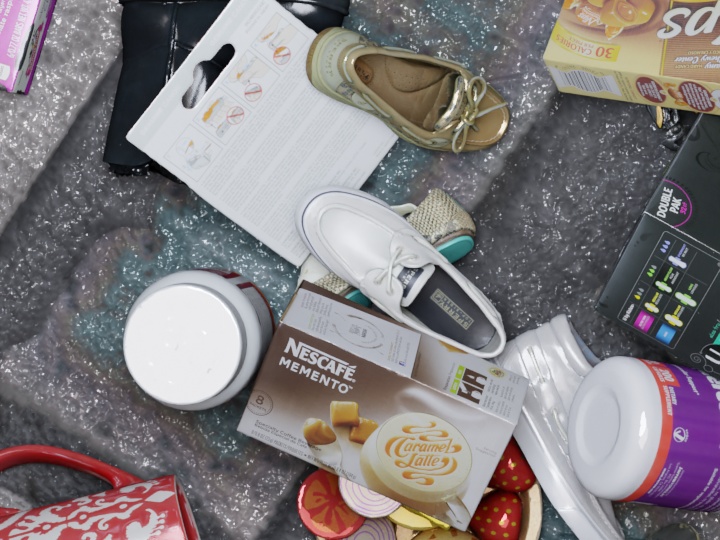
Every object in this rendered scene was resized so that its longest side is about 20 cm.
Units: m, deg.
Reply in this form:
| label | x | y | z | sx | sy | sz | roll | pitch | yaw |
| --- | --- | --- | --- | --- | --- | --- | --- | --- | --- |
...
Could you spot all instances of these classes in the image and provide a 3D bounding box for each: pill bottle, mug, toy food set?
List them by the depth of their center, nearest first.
| label | x | y | z | sx | sy | sz | roll | pitch | yaw |
| --- | --- | --- | --- | --- | --- | --- | --- | --- | --- |
| pill bottle | -0.129 | 0.054 | 1.635 | 0.109 | 0.200 | 0.110 | 0 | 91 | 3 |
| pill bottle | 0.271 | 0.135 | 1.635 | 0.199 | 0.112 | 0.113 | 9 | 92 | -26 |
| mug | -0.237 | 0.226 | 1.682 | 0.199 | 0.133 | 0.179 | -16 | 92 | 0 |
| toy food set | 0.051 | 0.200 | 1.705 | 0.197 | 0.049 | 0.201 | 28 | 93 | 2 |

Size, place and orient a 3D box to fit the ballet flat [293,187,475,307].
| label | x | y | z | sx | sy | sz | roll | pitch | yaw |
| --- | --- | --- | --- | --- | --- | --- | --- | --- | --- |
| ballet flat | 0.000 | 0.000 | 1.703 | 0.199 | 0.068 | 0.075 | -35 | 68 | -2 |

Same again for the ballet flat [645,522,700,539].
| label | x | y | z | sx | sy | sz | roll | pitch | yaw |
| --- | --- | --- | --- | --- | --- | --- | --- | --- | --- |
| ballet flat | 0.231 | 0.303 | 1.706 | 0.066 | 0.057 | 0.201 | 21 | 87 | 30 |

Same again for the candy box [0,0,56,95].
| label | x | y | z | sx | sy | sz | roll | pitch | yaw |
| --- | --- | --- | --- | --- | --- | --- | --- | --- | --- |
| candy box | -0.356 | -0.240 | 1.710 | 0.199 | 0.061 | 0.137 | 18 | 93 | 3 |

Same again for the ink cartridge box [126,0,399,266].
| label | x | y | z | sx | sy | sz | roll | pitch | yaw |
| --- | --- | --- | --- | --- | --- | --- | --- | --- | --- |
| ink cartridge box | -0.075 | -0.120 | 1.654 | 0.200 | 0.047 | 0.160 | 37 | 93 | -33 |

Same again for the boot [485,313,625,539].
| label | x | y | z | sx | sy | sz | roll | pitch | yaw |
| --- | --- | --- | --- | --- | --- | --- | --- | --- | --- |
| boot | 0.184 | 0.136 | 1.683 | 0.095 | 0.074 | 0.201 | -32 | 89 | 9 |

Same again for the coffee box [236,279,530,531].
| label | x | y | z | sx | sy | sz | roll | pitch | yaw |
| --- | --- | --- | --- | --- | --- | --- | --- | --- | --- |
| coffee box | 0.018 | 0.105 | 1.620 | 0.199 | 0.080 | 0.115 | 24 | 119 | 1 |

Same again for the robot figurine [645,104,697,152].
| label | x | y | z | sx | sy | sz | roll | pitch | yaw |
| --- | --- | --- | --- | --- | --- | --- | --- | --- | --- |
| robot figurine | 0.330 | -0.129 | 1.677 | 0.200 | 0.058 | 0.145 | 39 | 93 | 1 |

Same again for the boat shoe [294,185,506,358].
| label | x | y | z | sx | sy | sz | roll | pitch | yaw |
| --- | --- | --- | --- | --- | --- | --- | --- | --- | --- |
| boat shoe | 0.035 | 0.005 | 1.635 | 0.200 | 0.066 | 0.072 | 42 | 89 | -15 |

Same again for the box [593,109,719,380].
| label | x | y | z | sx | sy | sz | roll | pitch | yaw |
| --- | --- | --- | --- | --- | --- | --- | --- | --- | --- |
| box | 0.310 | -0.002 | 1.611 | 0.199 | 0.149 | 0.125 | 29 | 137 | 8 |

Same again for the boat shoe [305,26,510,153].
| label | x | y | z | sx | sy | sz | roll | pitch | yaw |
| --- | --- | --- | --- | --- | --- | --- | --- | --- | --- |
| boat shoe | 0.048 | -0.137 | 1.646 | 0.199 | 0.063 | 0.074 | 15 | 95 | -35 |

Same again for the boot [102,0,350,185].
| label | x | y | z | sx | sy | sz | roll | pitch | yaw |
| --- | --- | --- | --- | --- | --- | --- | --- | --- | --- |
| boot | -0.110 | -0.151 | 1.691 | 0.199 | 0.076 | 0.169 | 3 | 90 | 6 |

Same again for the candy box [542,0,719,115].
| label | x | y | z | sx | sy | sz | roll | pitch | yaw |
| --- | --- | --- | --- | --- | --- | --- | --- | --- | --- |
| candy box | 0.257 | -0.189 | 1.627 | 0.199 | 0.055 | 0.116 | 12 | 69 | 27 |
